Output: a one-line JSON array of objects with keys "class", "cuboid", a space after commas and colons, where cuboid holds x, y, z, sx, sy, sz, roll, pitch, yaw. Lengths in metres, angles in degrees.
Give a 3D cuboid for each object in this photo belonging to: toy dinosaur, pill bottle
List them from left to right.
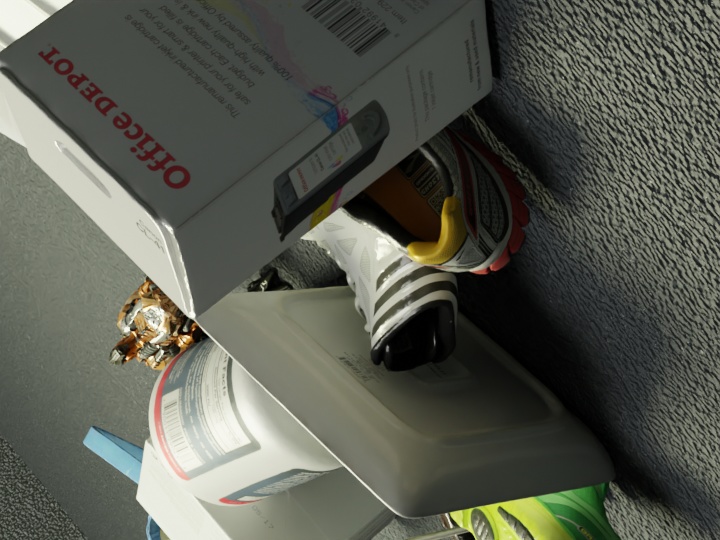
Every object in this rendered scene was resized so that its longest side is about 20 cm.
[{"class": "toy dinosaur", "cuboid": [-0.136, 0.025, 1.788, 0.102, 0.136, 0.200, 56, 163, -17]}, {"class": "pill bottle", "cuboid": [-0.049, 0.084, 1.658, 0.120, 0.120, 0.200, 53, 145, -7]}]

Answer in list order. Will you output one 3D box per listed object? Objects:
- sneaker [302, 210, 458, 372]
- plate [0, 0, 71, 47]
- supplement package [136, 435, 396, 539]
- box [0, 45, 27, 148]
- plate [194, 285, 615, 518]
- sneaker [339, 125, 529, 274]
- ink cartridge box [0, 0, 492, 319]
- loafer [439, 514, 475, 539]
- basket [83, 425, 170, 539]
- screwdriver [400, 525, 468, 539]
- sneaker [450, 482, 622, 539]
[{"class": "sneaker", "cuboid": [0.000, 0.000, 1.394, 0.200, 0.075, 0.116, 175, 93, -69]}, {"class": "plate", "cuboid": [-0.167, -0.172, 1.388, 0.200, 0.032, 0.199, 37, 140, -19]}, {"class": "supplement package", "cuboid": [-0.064, 0.162, 1.856, 0.152, 0.150, 0.200, 49, 163, 8]}, {"class": "box", "cuboid": [-0.227, -0.203, 1.551, 0.176, 0.096, 0.201, 29, 137, 52]}, {"class": "plate", "cuboid": [0.030, 0.062, 1.416, 0.199, 0.199, 0.032, 42, 119, 32]}, {"class": "sneaker", "cuboid": [0.001, -0.077, 1.264, 0.200, 0.078, 0.082, 42, -159, 17]}, {"class": "ink cartridge box", "cuboid": [-0.055, -0.096, 1.197, 0.148, 0.200, 0.086, 43, 162, 29]}, {"class": "loafer", "cuboid": [0.097, 0.182, 1.604, 0.201, 0.073, 0.071, 59, 162, -23]}, {"class": "basket", "cuboid": [-0.127, 0.200, 2.092, 0.199, 0.140, 0.176, 25, -176, -40]}, {"class": "screwdriver", "cuboid": [0.056, 0.162, 1.539, 0.199, 0.029, 0.028, -14, 118, 27]}, {"class": "sneaker", "cuboid": [0.102, 0.133, 1.471, 0.200, 0.083, 0.074, 60, 137, 46]}]
